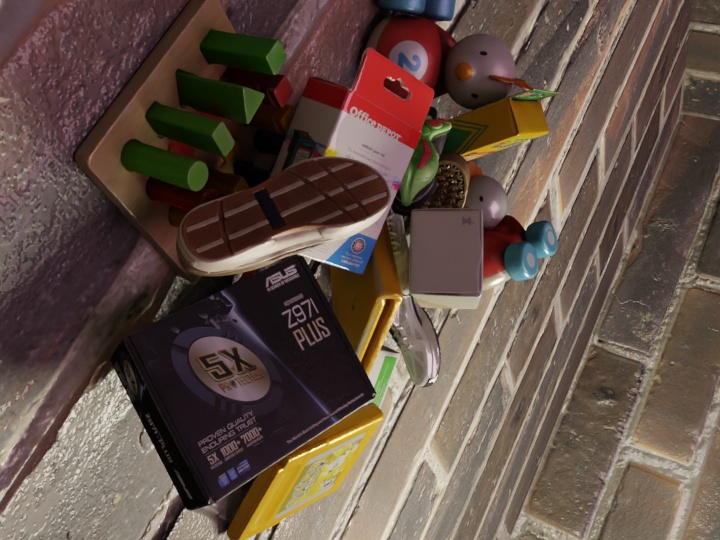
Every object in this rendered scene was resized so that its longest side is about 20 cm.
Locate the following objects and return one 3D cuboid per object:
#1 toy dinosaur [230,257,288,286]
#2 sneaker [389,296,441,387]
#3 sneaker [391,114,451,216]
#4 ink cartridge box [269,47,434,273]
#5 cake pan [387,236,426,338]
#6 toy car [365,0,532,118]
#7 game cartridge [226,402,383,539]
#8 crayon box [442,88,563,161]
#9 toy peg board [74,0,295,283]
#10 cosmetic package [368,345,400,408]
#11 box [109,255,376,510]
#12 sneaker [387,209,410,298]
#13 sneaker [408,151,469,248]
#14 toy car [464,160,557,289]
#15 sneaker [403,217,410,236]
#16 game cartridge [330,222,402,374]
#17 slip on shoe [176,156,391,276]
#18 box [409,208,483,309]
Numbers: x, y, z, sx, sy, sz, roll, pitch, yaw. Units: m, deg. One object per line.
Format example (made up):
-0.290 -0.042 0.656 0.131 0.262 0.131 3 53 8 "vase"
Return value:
-0.125 0.044 0.816 0.199 0.104 0.185 27 64 -52 "toy dinosaur"
0.038 0.074 1.055 0.114 0.075 0.204 -11 84 -34 "sneaker"
0.059 -0.129 0.874 0.201 0.076 0.085 -65 169 -56 "sneaker"
-0.016 -0.110 0.747 0.115 0.067 0.203 17 98 -48 "ink cartridge box"
0.072 0.009 1.202 0.200 0.036 0.203 -38 137 -47 "cake pan"
0.122 -0.260 0.964 0.176 0.198 0.187 -19 122 -57 "toy car"
-0.071 0.271 1.004 0.199 0.032 0.178 -16 143 -49 "game cartridge"
0.162 -0.182 0.988 0.126 0.198 0.052 -18 92 -56 "crayon box"
-0.125 -0.109 0.706 0.202 0.097 0.200 -60 150 -21 "toy peg board"
-0.033 0.141 1.039 0.199 0.084 0.109 18 94 -64 "cosmetic package"
-0.110 0.103 0.724 0.198 0.165 0.086 -26 174 -32 "box"
0.027 -0.050 0.972 0.087 0.074 0.202 80 -1 -49 "sneaker"
0.106 -0.092 1.009 0.202 0.066 0.091 100 9 -46 "sneaker"
0.207 -0.085 1.295 0.176 0.183 0.203 -37 107 -47 "toy car"
0.094 -0.103 1.121 0.201 0.076 0.089 -58 137 -24 "sneaker"
0.000 0.000 0.887 0.177 0.032 0.202 110 -22 -50 "game cartridge"
-0.067 -0.042 0.663 0.198 0.077 0.061 -24 166 -25 "slip on shoe"
0.101 -0.008 0.867 0.200 0.076 0.097 46 46 -79 "box"
